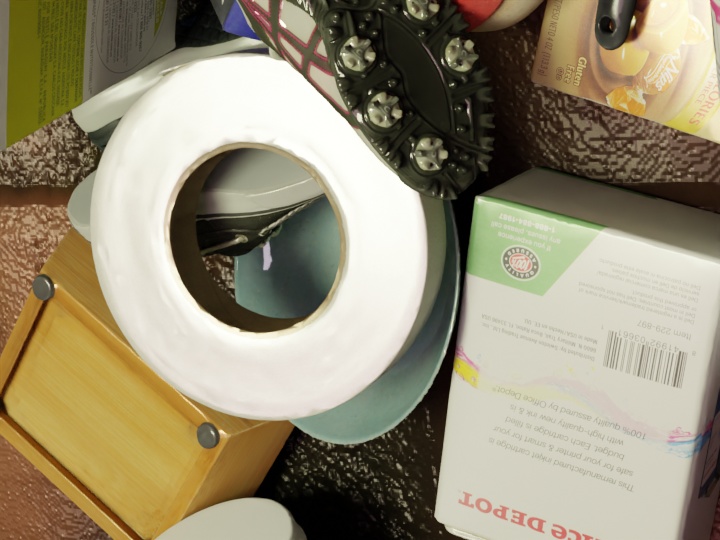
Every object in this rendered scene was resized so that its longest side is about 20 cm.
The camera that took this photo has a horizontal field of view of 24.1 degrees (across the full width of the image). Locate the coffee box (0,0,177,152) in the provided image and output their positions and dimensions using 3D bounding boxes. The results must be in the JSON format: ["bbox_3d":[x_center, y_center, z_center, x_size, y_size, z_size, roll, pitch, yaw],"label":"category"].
[{"bbox_3d":[-0.223,-0.203,0.891,0.199,0.198,0.201,19,123,19],"label":"coffee box"}]

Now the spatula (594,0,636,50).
[{"bbox_3d":[0.135,-0.204,0.811,0.056,0.020,0.201,23,119,38],"label":"spatula"}]

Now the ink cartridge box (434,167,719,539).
[{"bbox_3d":[0.130,0.061,0.928,0.145,0.087,0.201,16,111,25],"label":"ink cartridge box"}]

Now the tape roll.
[{"bbox_3d":[-0.052,-0.020,0.917,0.202,0.037,0.204,5,103,20],"label":"tape roll"}]

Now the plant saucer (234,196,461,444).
[{"bbox_3d":[0.000,0.000,0.986,0.200,0.039,0.202,-2,87,49],"label":"plant saucer"}]

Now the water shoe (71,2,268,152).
[{"bbox_3d":[-0.080,-0.115,1.016,0.199,0.072,0.079,-16,125,31],"label":"water shoe"}]

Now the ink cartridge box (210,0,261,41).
[{"bbox_3d":[-0.064,-0.208,0.923,0.201,0.039,0.100,63,142,28],"label":"ink cartridge box"}]

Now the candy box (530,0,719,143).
[{"bbox_3d":[0.166,-0.177,0.849,0.115,0.055,0.201,21,115,23],"label":"candy box"}]

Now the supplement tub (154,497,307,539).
[{"bbox_3d":[-0.055,0.257,1.039,0.140,0.140,0.201,-11,117,32],"label":"supplement tub"}]

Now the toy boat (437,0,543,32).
[{"bbox_3d":[0.039,-0.219,0.845,0.130,0.131,0.201,0,109,-10],"label":"toy boat"}]

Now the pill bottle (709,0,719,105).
[{"bbox_3d":[0.230,-0.060,0.796,0.113,0.113,0.201,5,125,28],"label":"pill bottle"}]

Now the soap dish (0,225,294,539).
[{"bbox_3d":[-0.151,0.087,1.100,0.200,0.081,0.158,40,121,14],"label":"soap dish"}]

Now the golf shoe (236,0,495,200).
[{"bbox_3d":[-0.007,-0.121,0.840,0.200,0.077,0.088,55,159,-2],"label":"golf shoe"}]

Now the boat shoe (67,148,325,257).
[{"bbox_3d":[-0.077,-0.046,0.995,0.199,0.071,0.064,-11,138,29],"label":"boat shoe"}]
